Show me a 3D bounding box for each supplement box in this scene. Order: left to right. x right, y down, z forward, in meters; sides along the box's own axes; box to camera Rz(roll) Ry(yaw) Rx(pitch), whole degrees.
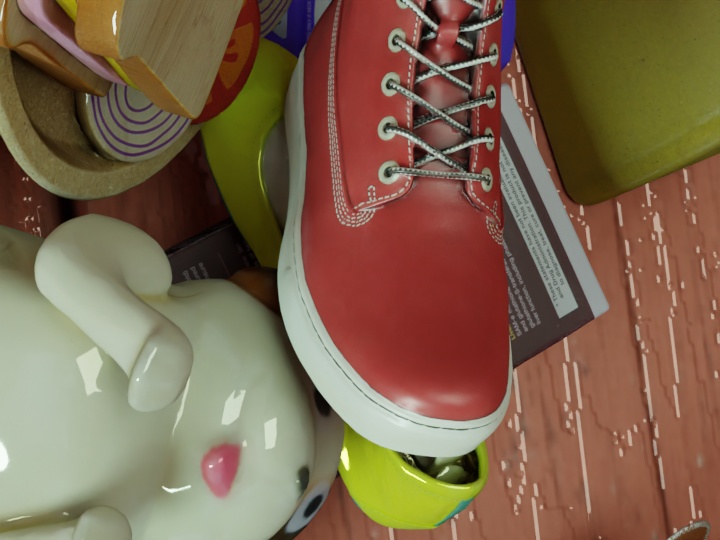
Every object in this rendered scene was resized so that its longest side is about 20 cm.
[{"bbox_3d":[-0.005,0.014,0.838,0.199,0.061,0.109,-28,96,-30],"label":"supplement box"}]

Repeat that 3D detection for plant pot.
[{"bbox_3d":[0.185,-0.163,0.901,0.199,0.176,0.201,-22,94,-30],"label":"plant pot"}]

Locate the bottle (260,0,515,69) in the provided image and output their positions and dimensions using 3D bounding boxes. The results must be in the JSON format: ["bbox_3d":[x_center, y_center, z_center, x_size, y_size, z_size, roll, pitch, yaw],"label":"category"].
[{"bbox_3d":[-0.033,-0.113,0.834,0.199,0.065,0.084,-1,86,-30],"label":"bottle"}]

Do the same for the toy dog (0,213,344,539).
[{"bbox_3d":[-0.103,0.047,0.694,0.199,0.194,0.141,13,85,-13],"label":"toy dog"}]

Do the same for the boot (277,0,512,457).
[{"bbox_3d":[0.024,-0.053,0.665,0.072,0.145,0.201,7,45,-18],"label":"boot"}]

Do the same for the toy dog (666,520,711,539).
[{"bbox_3d":[0.157,0.169,0.891,0.199,0.096,0.133,-19,93,-30],"label":"toy dog"}]

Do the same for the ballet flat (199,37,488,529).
[{"bbox_3d":[0.000,0.000,0.770,0.066,0.067,0.201,-21,91,-29],"label":"ballet flat"}]

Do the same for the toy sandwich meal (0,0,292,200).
[{"bbox_3d":[-0.055,-0.110,0.672,0.205,0.070,0.206,-49,149,-43],"label":"toy sandwich meal"}]
